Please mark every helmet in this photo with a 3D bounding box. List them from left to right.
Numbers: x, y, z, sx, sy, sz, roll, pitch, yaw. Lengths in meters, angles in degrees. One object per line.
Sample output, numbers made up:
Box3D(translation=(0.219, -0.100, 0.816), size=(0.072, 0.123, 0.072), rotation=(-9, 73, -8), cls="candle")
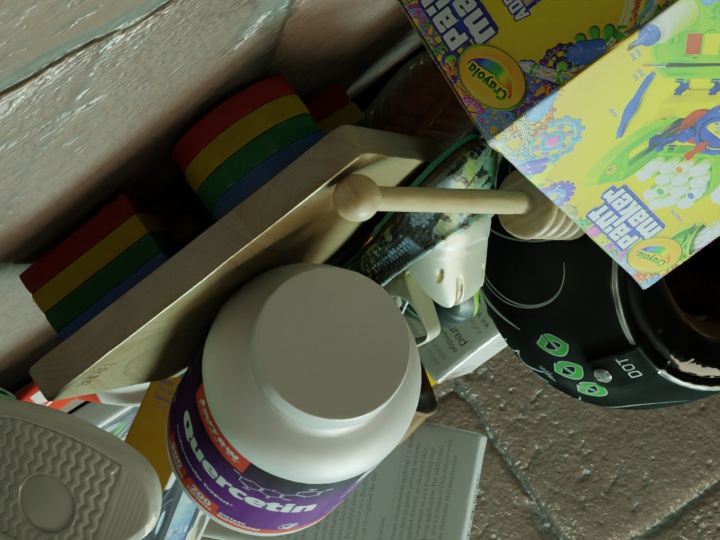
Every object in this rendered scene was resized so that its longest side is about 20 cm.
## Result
Box3D(translation=(0.161, -0.019, 1.306), size=(0.200, 0.201, 0.190), rotation=(-33, -161, -18), cls="helmet")

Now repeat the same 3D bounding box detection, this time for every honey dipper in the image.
Box3D(translation=(0.053, -0.034, 1.133), size=(0.038, 0.038, 0.200), rotation=(-39, 159, 29), cls="honey dipper")

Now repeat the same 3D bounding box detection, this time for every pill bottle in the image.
Box3D(translation=(-0.035, 0.065, 1.182), size=(0.112, 0.113, 0.200), rotation=(-32, 171, -20), cls="pill bottle")

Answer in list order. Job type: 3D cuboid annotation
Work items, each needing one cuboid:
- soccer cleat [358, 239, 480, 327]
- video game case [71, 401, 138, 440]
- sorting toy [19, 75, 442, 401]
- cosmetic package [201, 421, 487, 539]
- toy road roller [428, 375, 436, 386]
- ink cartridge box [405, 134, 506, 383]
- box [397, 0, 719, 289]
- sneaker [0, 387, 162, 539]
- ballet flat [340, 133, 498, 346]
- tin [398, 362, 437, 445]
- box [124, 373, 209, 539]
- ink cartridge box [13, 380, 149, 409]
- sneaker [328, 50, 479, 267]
Box3D(translation=(0.000, 0.000, 1.365), size=(0.081, 0.068, 0.200), rotation=(-24, -157, -24), cls="soccer cleat")
Box3D(translation=(-0.153, 0.095, 1.724), size=(0.200, 0.023, 0.182), rotation=(-33, 172, -21), cls="video game case")
Box3D(translation=(-0.069, -0.024, 1.173), size=(0.198, 0.070, 0.200), rotation=(-37, 172, 12), cls="sorting toy")
Box3D(translation=(-0.023, 0.138, 1.497), size=(0.071, 0.199, 0.102), rotation=(43, 59, -83), cls="cosmetic package")
Box3D(translation=(0.040, -0.007, 1.602), size=(0.200, 0.123, 0.146), rotation=(-33, 158, -17), cls="toy road roller")
Box3D(translation=(0.095, -0.045, 1.475), size=(0.200, 0.146, 0.084), rotation=(-38, 171, 17), cls="ink cartridge box")
Box3D(translation=(0.148, -0.120, 1.076), size=(0.192, 0.122, 0.200), rotation=(-37, 148, 11), cls="box")
Box3D(translation=(-0.168, 0.087, 1.150), size=(0.199, 0.074, 0.118), rotation=(8, -167, 25), cls="sneaker")
Box3D(translation=(0.031, 0.000, 1.242), size=(0.074, 0.074, 0.200), rotation=(-29, 169, -37), cls="ballet flat")
Box3D(translation=(-0.012, 0.041, 1.460), size=(0.042, 0.112, 0.200), rotation=(-44, -155, 12), cls="tin")
Box3D(translation=(-0.113, 0.121, 1.371), size=(0.201, 0.041, 0.119), rotation=(-64, 166, -5), cls="box")
Box3D(translation=(-0.152, 0.071, 1.479), size=(0.200, 0.050, 0.162), rotation=(-38, 173, -8), cls="ink cartridge box")
Box3D(translation=(0.003, -0.050, 1.322), size=(0.200, 0.072, 0.080), rotation=(-38, 168, 12), cls="sneaker")
